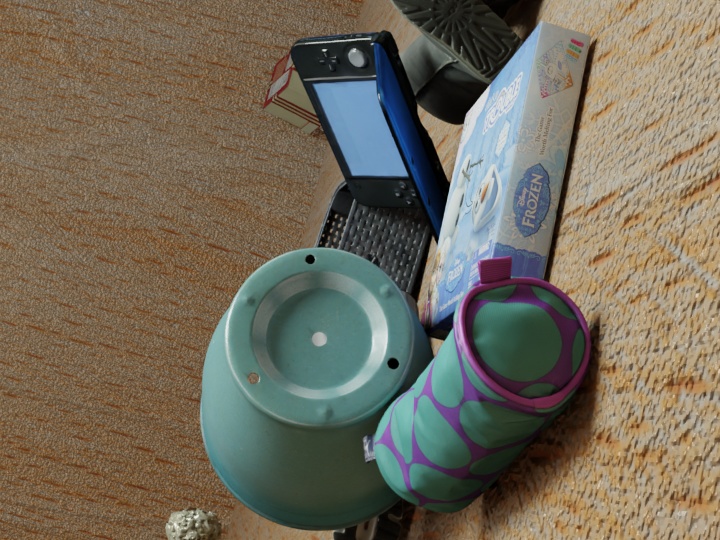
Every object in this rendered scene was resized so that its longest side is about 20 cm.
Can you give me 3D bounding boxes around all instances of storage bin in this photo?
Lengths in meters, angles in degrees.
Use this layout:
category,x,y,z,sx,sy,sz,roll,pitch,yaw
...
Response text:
category,x,y,z,sx,sy,sz,roll,pitch,yaw
storage bin,0.000,0.000,1.279,0.135,0.094,0.201,148,142,-70

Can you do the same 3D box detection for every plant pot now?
category,x,y,z,sx,sy,sz,roll,pitch,yaw
plant pot,-0.029,0.079,0.882,0.188,0.199,0.201,96,-175,-66

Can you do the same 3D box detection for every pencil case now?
category,x,y,z,sx,sy,sz,roll,pitch,yaw
pencil case,0.067,0.079,0.709,0.200,0.085,0.093,117,142,-58

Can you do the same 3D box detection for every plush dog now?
category,x,y,z,sx,sy,sz,roll,pitch,yaw
plush dog,-0.155,0.392,1.357,0.161,0.200,0.172,-61,19,-3

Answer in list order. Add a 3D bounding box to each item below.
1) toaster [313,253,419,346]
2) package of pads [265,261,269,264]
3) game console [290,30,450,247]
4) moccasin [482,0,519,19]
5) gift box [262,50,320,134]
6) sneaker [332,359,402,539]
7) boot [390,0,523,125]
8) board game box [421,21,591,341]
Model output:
category,x,y,z,sx,sy,sz,roll,pitch,yaw
toaster,-0.002,0.098,1.126,0.129,0.113,0.200,-99,27,-65
package of pads,-0.068,0.056,1.550,0.200,0.154,0.068,-100,26,-75
game console,0.010,-0.110,1.092,0.118,0.170,0.200,-53,-47,-37
moccasin,0.120,-0.278,1.072,0.201,0.073,0.078,-79,-33,-87
gift box,-0.136,-0.499,3.206,0.200,0.186,0.185,-22,49,57
sneaker,0.015,0.150,1.022,0.090,0.078,0.201,104,-178,-87
boot,0.067,-0.219,1.082,0.073,0.182,0.200,-40,7,-3
board game box,0.104,-0.056,0.876,0.200,0.043,0.200,130,154,-75
